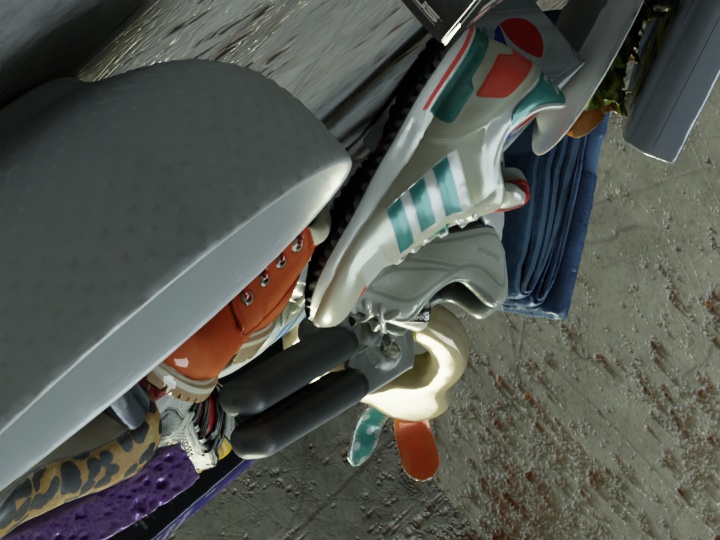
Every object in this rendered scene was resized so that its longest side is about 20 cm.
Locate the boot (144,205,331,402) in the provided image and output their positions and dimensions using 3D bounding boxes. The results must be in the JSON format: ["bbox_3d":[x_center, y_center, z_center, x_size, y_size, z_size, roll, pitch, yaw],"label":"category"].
[{"bbox_3d":[-0.076,0.003,1.520,0.107,0.075,0.200,-53,176,20],"label":"boot"}]

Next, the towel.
[{"bbox_3d":[0.112,-0.071,1.854,0.111,0.048,0.201,3,-99,61],"label":"towel"}]

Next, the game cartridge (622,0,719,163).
[{"bbox_3d":[0.202,-0.150,1.712,0.200,0.041,0.134,-71,-179,-62],"label":"game cartridge"}]

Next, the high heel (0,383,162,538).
[{"bbox_3d":[-0.178,0.123,1.404,0.200,0.071,0.143,-47,152,-14],"label":"high heel"}]

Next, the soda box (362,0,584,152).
[{"bbox_3d":[0.065,-0.101,1.701,0.063,0.068,0.200,-39,176,-20],"label":"soda box"}]

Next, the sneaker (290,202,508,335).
[{"bbox_3d":[0.000,0.000,1.696,0.199,0.082,0.075,-7,169,-19],"label":"sneaker"}]

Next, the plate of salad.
[{"bbox_3d":[0.159,-0.158,1.718,0.200,0.048,0.201,-155,-90,-84],"label":"plate of salad"}]

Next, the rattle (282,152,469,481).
[{"bbox_3d":[0.019,0.034,1.918,0.130,0.143,0.200,-19,145,10],"label":"rattle"}]

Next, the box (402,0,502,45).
[{"bbox_3d":[0.111,-0.192,1.159,0.200,0.048,0.158,-40,177,-25],"label":"box"}]

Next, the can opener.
[{"bbox_3d":[-0.031,0.063,1.714,0.067,0.054,0.200,-7,-168,35],"label":"can opener"}]

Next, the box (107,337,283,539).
[{"bbox_3d":[-0.131,0.114,1.975,0.200,0.104,0.148,-40,176,-15],"label":"box"}]

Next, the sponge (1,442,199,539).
[{"bbox_3d":[-0.185,0.150,1.687,0.111,0.030,0.200,-31,-175,-30],"label":"sponge"}]

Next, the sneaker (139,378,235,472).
[{"bbox_3d":[-0.109,0.075,1.692,0.200,0.082,0.078,126,-20,-72],"label":"sneaker"}]

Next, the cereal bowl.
[{"bbox_3d":[-0.102,0.000,0.902,0.200,0.083,0.200,-42,177,-3],"label":"cereal bowl"}]

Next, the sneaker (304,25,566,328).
[{"bbox_3d":[0.042,-0.039,1.584,0.200,0.093,0.070,-60,-171,17],"label":"sneaker"}]

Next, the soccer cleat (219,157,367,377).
[{"bbox_3d":[-0.044,0.006,1.777,0.200,0.070,0.086,-40,-171,0],"label":"soccer cleat"}]
